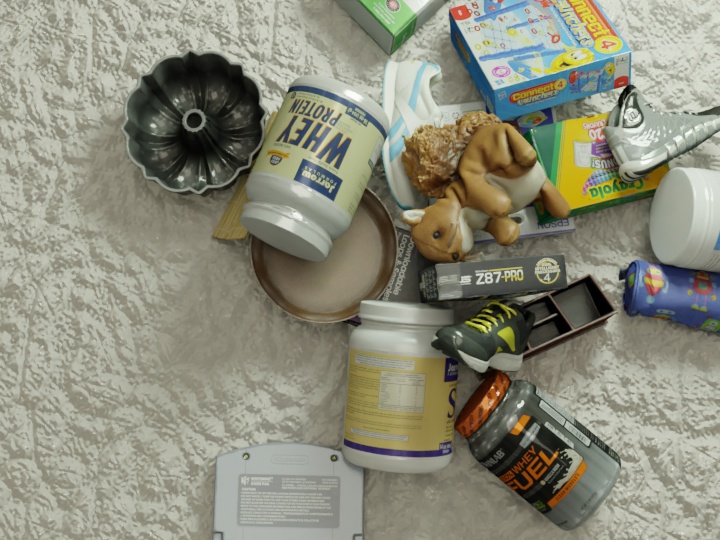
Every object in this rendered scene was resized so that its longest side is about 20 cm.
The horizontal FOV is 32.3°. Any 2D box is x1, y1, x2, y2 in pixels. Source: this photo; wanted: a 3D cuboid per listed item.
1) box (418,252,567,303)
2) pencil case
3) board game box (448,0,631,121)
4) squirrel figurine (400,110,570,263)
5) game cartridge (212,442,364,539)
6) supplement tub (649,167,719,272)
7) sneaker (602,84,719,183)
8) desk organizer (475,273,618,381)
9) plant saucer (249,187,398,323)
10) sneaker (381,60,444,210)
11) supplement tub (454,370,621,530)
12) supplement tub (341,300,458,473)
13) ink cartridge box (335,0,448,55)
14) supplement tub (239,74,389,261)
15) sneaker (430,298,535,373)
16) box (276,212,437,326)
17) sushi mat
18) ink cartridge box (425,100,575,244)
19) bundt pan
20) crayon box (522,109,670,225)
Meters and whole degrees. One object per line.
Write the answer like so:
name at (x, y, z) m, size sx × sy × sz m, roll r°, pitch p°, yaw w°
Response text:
box at (0.161, 0.013, 1.569) m, size 0.158 × 0.200 × 0.050 m, roll -7°, pitch 88°, yaw -3°
pencil case at (0.446, 0.041, 1.669) m, size 0.196 × 0.087 × 0.079 m, roll 10°, pitch 55°, yaw -1°
board game box at (0.241, -0.306, 1.692) m, size 0.193 × 0.056 × 0.201 m, roll -16°, pitch 46°, yaw -5°
squirrel figurine at (0.132, -0.103, 1.589) m, size 0.186 × 0.142 × 0.201 m, roll -40°, pitch 53°, yaw 4°
game cartridge at (-0.092, 0.292, 1.621) m, size 0.196 × 0.042 × 0.136 m, roll 2°, pitch 74°, yaw -2°
supplement tub at (0.499, -0.061, 1.648) m, size 0.196 × 0.132 × 0.134 m, roll 5°, pitch 78°, yaw -14°
sneaker at (0.405, -0.208, 1.664) m, size 0.198 × 0.075 × 0.117 m, roll -28°, pitch 84°, yaw -25°
desk organizer at (0.236, 0.071, 1.655) m, size 0.197 × 0.077 × 0.073 m, roll -24°, pitch 80°, yaw -7°
plant saucer at (-0.049, -0.028, 1.653) m, size 0.196 × 0.032 × 0.204 m, roll 0°, pitch 79°, yaw -2°
sneaker at (0.071, -0.183, 1.666) m, size 0.079 × 0.076 × 0.204 m, roll 0°, pitch 85°, yaw 10°
supplement tub at (0.224, 0.226, 1.592) m, size 0.199 × 0.123 × 0.123 m, roll 38°, pitch 79°, yaw -1°
supplement tub at (0.052, 0.145, 1.581) m, size 0.143 × 0.145 × 0.204 m, roll 4°, pitch 92°, yaw -1°
ink cartridge box at (0.065, -0.428, 1.746) m, size 0.200 × 0.084 × 0.146 m, roll -43°, pitch 83°, yaw -10°
supplement tub at (-0.060, -0.129, 1.585) m, size 0.143 × 0.145 × 0.203 m, roll 23°, pitch 77°, yaw 3°
sneaker at (0.151, 0.071, 1.516) m, size 0.074 × 0.199 × 0.086 m, roll 28°, pitch 100°, yaw 27°
box at (0.000, 0.000, 1.683) m, size 0.197 × 0.036 × 0.145 m, roll 18°, pitch 79°, yaw 0°
sushi mat at (-0.136, -0.129, 1.681) m, size 0.012 × 0.095 × 0.202 m, roll 32°, pitch 77°, yaw -32°
ink cartridge box at (0.183, -0.135, 1.713) m, size 0.194 × 0.047 × 0.204 m, roll -7°, pitch 80°, yaw -5°
bundt pan at (-0.220, -0.191, 1.686) m, size 0.198 × 0.076 × 0.206 m, roll -1°, pitch 77°, yaw 2°
crayon box at (0.316, -0.144, 1.682) m, size 0.197 × 0.058 × 0.121 m, roll -14°, pitch 80°, yaw -24°
